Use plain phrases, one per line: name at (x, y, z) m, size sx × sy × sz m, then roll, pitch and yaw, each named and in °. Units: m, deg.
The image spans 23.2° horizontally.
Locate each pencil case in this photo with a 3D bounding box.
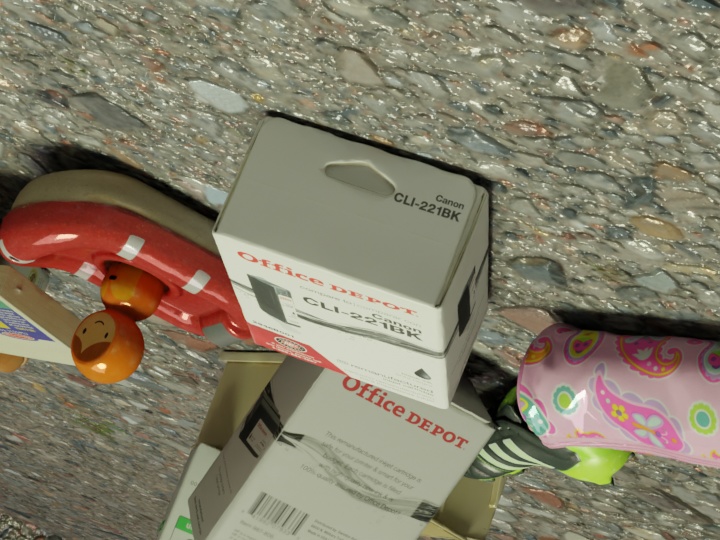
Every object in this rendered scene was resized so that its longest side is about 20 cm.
pencil case at (0.198, 0.084, 1.105) m, size 0.200 × 0.088 × 0.087 m, roll 7°, pitch 157°, yaw 38°

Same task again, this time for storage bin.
storage bin at (-0.007, 0.155, 1.508) m, size 0.198 × 0.094 × 0.200 m, roll 34°, pitch 157°, yaw -34°

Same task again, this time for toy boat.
toy boat at (-0.165, 0.017, 1.240) m, size 0.200 × 0.131 × 0.130 m, roll 28°, pitch 160°, yaw -19°

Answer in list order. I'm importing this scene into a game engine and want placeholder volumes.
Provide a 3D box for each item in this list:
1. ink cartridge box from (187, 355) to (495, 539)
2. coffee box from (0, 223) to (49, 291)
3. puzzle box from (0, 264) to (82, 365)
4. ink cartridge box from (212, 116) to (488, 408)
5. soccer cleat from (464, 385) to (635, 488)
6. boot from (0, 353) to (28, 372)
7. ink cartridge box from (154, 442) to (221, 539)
ink cartridge box at (-0.016, 0.146, 1.321) m, size 0.144 × 0.200 × 0.084 m, roll 29°, pitch -164°, yaw -22°
coffee box at (-0.351, -0.015, 1.431) m, size 0.114 × 0.080 × 0.200 m, roll 14°, pitch 160°, yaw 19°
puzzle box at (-0.307, 0.026, 1.339) m, size 0.199 × 0.025 × 0.133 m, roll 7°, pitch 157°, yaw 30°
ink cartridge box at (0.000, 0.000, 1.087) m, size 0.144 × 0.084 × 0.200 m, roll 19°, pitch 161°, yaw 11°
soccer cleat at (0.121, 0.119, 1.335) m, size 0.200 × 0.068 × 0.081 m, roll -5°, pitch 131°, yaw 51°
boot at (-0.402, 0.100, 1.686) m, size 0.073 × 0.155 × 0.200 m, roll 12°, pitch 159°, yaw 25°
ink cartridge box at (-0.125, 0.257, 1.458) m, size 0.109 × 0.201 × 0.050 m, roll 24°, pitch 161°, yaw -8°
